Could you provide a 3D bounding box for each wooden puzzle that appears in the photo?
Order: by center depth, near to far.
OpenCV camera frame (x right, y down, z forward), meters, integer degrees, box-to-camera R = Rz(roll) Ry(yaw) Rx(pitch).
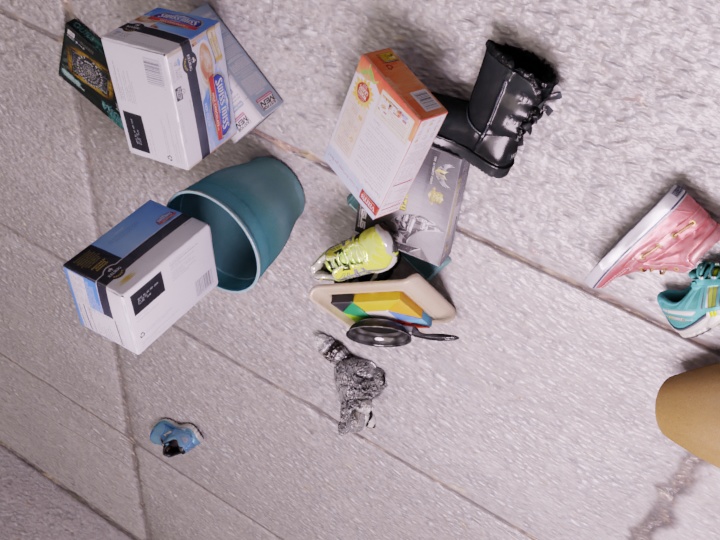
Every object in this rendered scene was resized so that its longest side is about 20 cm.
[{"bbox_3d":[0.039,0.063,1.383,0.199,0.037,0.185,-9,153,26],"label":"wooden puzzle"}]

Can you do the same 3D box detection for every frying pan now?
[{"bbox_3d":[0.059,0.101,1.384,0.189,0.031,0.115,-15,150,41],"label":"frying pan"}]

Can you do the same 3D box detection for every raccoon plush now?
[{"bbox_3d":[-0.043,0.235,1.617,0.199,0.134,0.097,30,139,14],"label":"raccoon plush"}]

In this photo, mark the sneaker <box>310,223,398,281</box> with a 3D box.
[{"bbox_3d":[-0.009,-0.017,1.306,0.200,0.076,0.076,-30,85,57],"label":"sneaker"}]

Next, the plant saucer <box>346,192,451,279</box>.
[{"bbox_3d":[0.060,-0.065,1.368,0.200,0.019,0.070,43,140,-1],"label":"plant saucer"}]

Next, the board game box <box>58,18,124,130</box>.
[{"bbox_3d":[-0.481,-0.358,1.546,0.200,0.028,0.135,41,140,2],"label":"board game box"}]

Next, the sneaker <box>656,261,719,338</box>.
[{"bbox_3d":[0.470,0.022,1.070,0.080,0.077,0.200,50,140,5],"label":"sneaker"}]

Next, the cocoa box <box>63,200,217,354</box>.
[{"bbox_3d":[-0.347,0.006,1.316,0.131,0.200,0.134,22,136,23],"label":"cocoa box"}]

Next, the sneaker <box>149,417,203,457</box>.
[{"bbox_3d":[-0.519,0.460,2.230,0.199,0.090,0.079,-8,119,44],"label":"sneaker"}]

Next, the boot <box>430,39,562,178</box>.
[{"bbox_3d":[0.158,-0.233,1.104,0.198,0.073,0.163,35,136,14],"label":"boot"}]

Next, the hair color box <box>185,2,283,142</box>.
[{"bbox_3d":[-0.229,-0.322,1.349,0.200,0.061,0.099,53,139,-10],"label":"hair color box"}]

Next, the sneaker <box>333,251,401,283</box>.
[{"bbox_3d":[0.000,0.000,1.421,0.088,0.076,0.200,45,147,8],"label":"sneaker"}]

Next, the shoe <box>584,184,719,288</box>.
[{"bbox_3d":[0.389,-0.019,1.098,0.091,0.071,0.200,43,135,9],"label":"shoe"}]

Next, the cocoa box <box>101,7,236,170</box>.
[{"bbox_3d":[-0.293,-0.285,1.283,0.133,0.131,0.201,20,135,25],"label":"cocoa box"}]

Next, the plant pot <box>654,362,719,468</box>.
[{"bbox_3d":[0.514,0.199,1.122,0.200,0.186,0.187,-1,124,56],"label":"plant pot"}]

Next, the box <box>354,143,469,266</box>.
[{"bbox_3d":[0.078,-0.122,1.265,0.158,0.048,0.201,25,132,19],"label":"box"}]

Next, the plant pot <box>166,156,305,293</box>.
[{"bbox_3d":[-0.199,-0.096,1.419,0.199,0.188,0.201,22,135,24],"label":"plant pot"}]

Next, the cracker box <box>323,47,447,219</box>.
[{"bbox_3d":[0.030,-0.189,1.155,0.134,0.057,0.200,52,142,21],"label":"cracker box"}]
